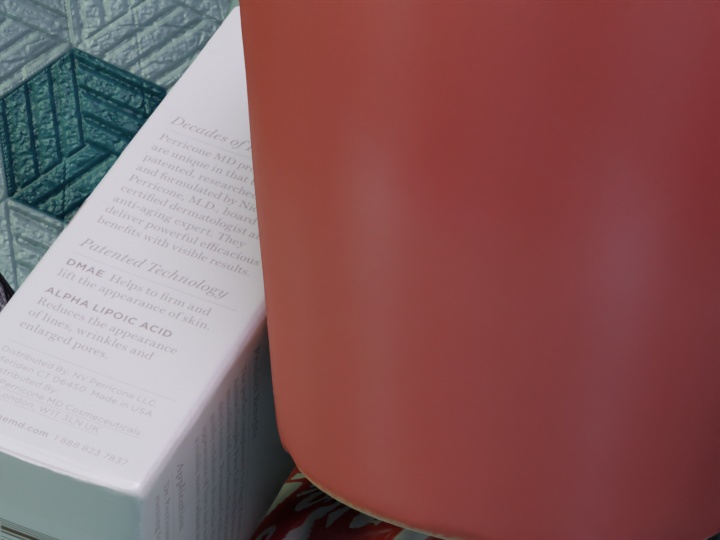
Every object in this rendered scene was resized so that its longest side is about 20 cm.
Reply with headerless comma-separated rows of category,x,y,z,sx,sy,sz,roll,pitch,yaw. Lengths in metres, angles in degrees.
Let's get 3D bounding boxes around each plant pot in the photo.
plant pot,0.053,-0.031,0.802,0.201,0.199,0.178,-98,14,-72

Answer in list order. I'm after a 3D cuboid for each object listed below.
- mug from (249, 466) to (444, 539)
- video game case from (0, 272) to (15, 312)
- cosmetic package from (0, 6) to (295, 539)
mug,0.026,0.139,0.904,0.133,0.178,0.200,-31,3,-19
video game case,-0.100,0.109,1.065,0.181,0.025,0.201,65,-175,-63
cosmetic package,-0.052,0.022,0.890,0.102,0.074,0.200,95,-161,-44
